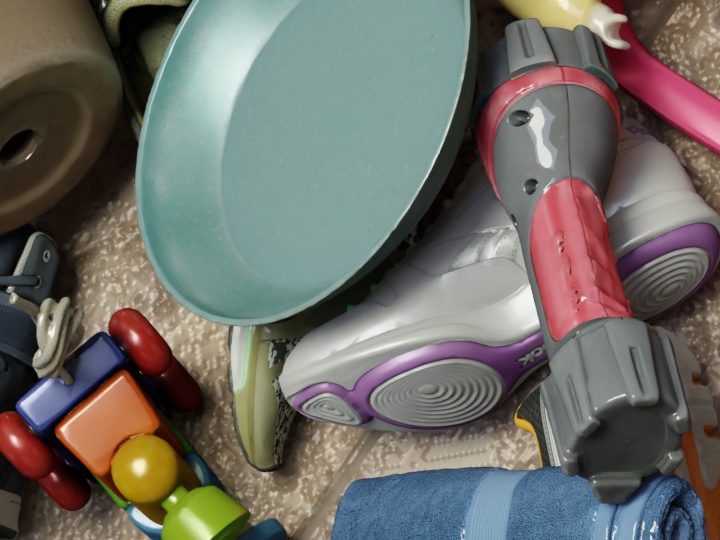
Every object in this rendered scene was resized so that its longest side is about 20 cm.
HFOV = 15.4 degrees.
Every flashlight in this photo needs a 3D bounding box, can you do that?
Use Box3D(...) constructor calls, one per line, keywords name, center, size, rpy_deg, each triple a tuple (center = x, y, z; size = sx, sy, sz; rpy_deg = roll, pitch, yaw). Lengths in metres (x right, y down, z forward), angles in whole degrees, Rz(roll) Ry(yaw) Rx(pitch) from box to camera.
Box3D(name="flashlight", center=(0.087, -0.011, 1.049), size=(0.068, 0.068, 0.200), rpy_deg=(-34, 42, 22))

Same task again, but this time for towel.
Box3D(name="towel", center=(0.059, 0.136, 1.085), size=(0.200, 0.048, 0.112), rpy_deg=(-7, 84, 52))

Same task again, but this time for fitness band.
Box3D(name="fitness band", center=(0.180, -0.118, 1.140), size=(0.200, 0.037, 0.144), rpy_deg=(36, 98, 26))

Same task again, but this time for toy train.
Box3D(name="toy train", center=(-0.094, 0.081, 1.136), size=(0.085, 0.200, 0.116), rpy_deg=(-42, 74, -6))

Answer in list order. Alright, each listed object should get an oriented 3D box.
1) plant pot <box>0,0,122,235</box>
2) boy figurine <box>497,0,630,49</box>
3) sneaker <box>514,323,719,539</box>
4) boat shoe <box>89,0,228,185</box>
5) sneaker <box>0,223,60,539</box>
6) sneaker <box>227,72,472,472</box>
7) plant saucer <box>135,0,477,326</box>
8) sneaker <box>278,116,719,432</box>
Box3D(name="plant pot", center=(-0.199, -0.110, 1.212), size=(0.200, 0.200, 0.175), rpy_deg=(-48, 64, 9))
Box3D(name="boy figurine", center=(0.093, -0.150, 1.132), size=(0.200, 0.064, 0.125), rpy_deg=(-11, 74, 29))
Box3D(name="sneaker", center=(0.117, 0.127, 1.106), size=(0.077, 0.078, 0.201), rpy_deg=(-21, 69, 34))
Box3D(name="boat shoe", center=(-0.092, -0.119, 1.242), size=(0.072, 0.066, 0.201), rpy_deg=(-28, 70, 18))
Box3D(name="sneaker", center=(-0.189, 0.038, 1.187), size=(0.077, 0.202, 0.147), rpy_deg=(7, 80, 6))
Box3D(name="sneaker", center=(0.000, 0.000, 1.183), size=(0.088, 0.077, 0.201), rpy_deg=(19, 93, 9))
Box3D(name="plant saucer", center=(-0.017, -0.067, 1.124), size=(0.200, 0.036, 0.201), rpy_deg=(-24, 55, 39))
Box3D(name="sneaker", center=(0.054, 0.003, 1.150), size=(0.200, 0.075, 0.100), rpy_deg=(-25, 54, 1))
